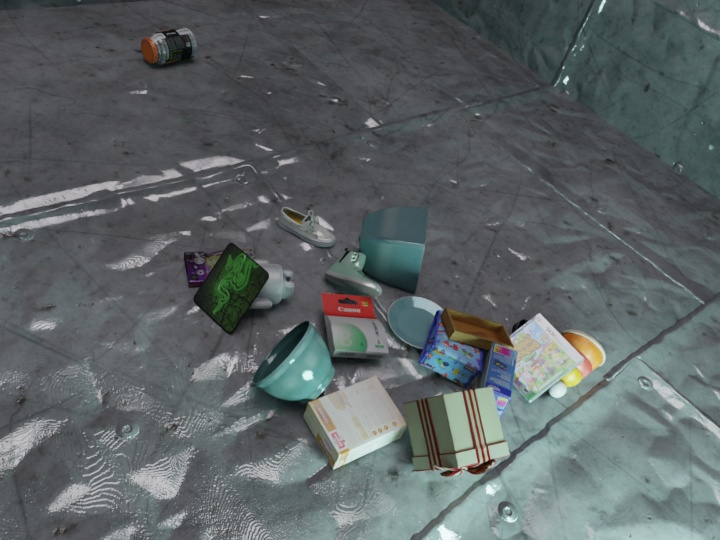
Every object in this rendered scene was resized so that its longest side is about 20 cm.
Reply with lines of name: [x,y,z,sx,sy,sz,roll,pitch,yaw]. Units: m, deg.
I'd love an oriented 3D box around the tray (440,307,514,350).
tray: [0.326,0.172,1.720,0.200,0.037,0.099,18,31,-21]

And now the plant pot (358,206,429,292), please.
plant pot: [0.095,-0.081,1.904,0.199,0.197,0.196,10,43,3]

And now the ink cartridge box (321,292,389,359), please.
ink cartridge box: [-0.016,0.142,1.674,0.161,0.050,0.200,6,56,-24]

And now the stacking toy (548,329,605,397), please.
stacking toy: [0.595,0.281,1.767,0.146,0.146,0.200,36,63,18]

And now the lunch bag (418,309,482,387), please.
lunch bag: [0.266,0.200,1.726,0.150,0.094,0.200,28,42,-3]

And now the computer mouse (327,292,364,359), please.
computer mouse: [-0.033,0.155,1.722,0.138,0.053,0.200,-19,67,-35]

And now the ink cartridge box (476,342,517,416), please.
ink cartridge box: [0.350,0.313,1.621,0.076,0.137,0.200,19,43,9]

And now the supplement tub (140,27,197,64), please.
supplement tub: [-0.775,-0.906,2.488,0.122,0.123,0.200,40,47,21]

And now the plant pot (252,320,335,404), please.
plant pot: [-0.148,0.242,1.508,0.134,0.200,0.200,44,43,-11]

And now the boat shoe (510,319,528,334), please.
boat shoe: [0.477,0.225,1.808,0.074,0.062,0.200,16,46,-3]

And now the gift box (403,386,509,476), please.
gift box: [0.207,0.386,1.440,0.200,0.184,0.187,-4,74,-29]

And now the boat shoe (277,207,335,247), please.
boat shoe: [-0.166,-0.150,1.953,0.202,0.086,0.075,27,44,10]

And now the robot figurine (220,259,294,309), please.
robot figurine: [-0.286,0.037,1.704,0.199,0.113,0.170,3,46,-16]

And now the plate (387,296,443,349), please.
plate: [0.173,0.157,1.802,0.200,0.026,0.200,9,43,-9]

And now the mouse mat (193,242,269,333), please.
mouse mat: [-0.347,0.047,1.640,0.161,0.200,0.008,38,8,20]

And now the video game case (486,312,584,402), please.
video game case: [0.493,0.244,1.741,0.200,0.022,0.182,-36,61,-6]

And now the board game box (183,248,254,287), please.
board game box: [-0.401,-0.009,1.777,0.199,0.032,0.120,-4,52,-23]

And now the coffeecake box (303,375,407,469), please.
coffeecake box: [-0.013,0.365,1.493,0.200,0.073,0.154,-15,53,-31]

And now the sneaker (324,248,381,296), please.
sneaker: [0.000,0.000,1.806,0.200,0.074,0.118,21,65,35]
